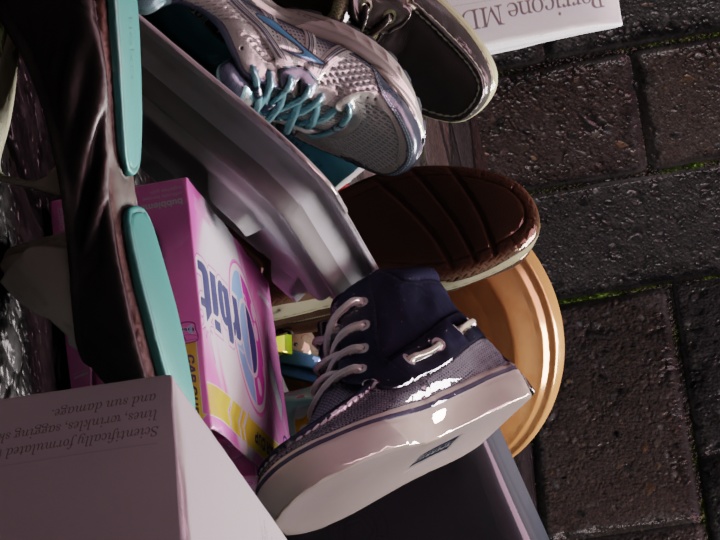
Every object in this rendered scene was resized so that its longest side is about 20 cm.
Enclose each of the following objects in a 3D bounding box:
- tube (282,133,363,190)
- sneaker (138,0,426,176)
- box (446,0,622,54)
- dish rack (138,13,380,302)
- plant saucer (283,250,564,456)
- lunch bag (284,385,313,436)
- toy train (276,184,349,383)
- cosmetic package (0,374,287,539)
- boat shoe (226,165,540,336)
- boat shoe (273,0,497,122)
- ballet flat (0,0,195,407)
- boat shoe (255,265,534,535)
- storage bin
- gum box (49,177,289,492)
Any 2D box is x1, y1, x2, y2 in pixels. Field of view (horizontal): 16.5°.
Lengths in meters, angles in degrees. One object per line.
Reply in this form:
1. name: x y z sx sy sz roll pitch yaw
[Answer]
1. tube: -0.063 -0.134 1.416 0.200 0.050 0.077 50 3 0
2. sneaker: -0.055 -0.102 1.322 0.199 0.078 0.087 34 39 -15
3. box: 0.026 -0.190 1.545 0.200 0.198 0.132 179 -101 -67
4. dish rack: -0.072 -0.053 1.209 0.171 0.044 0.200 39 -5 18
5. plant saucer: 0.031 0.045 1.589 0.037 0.199 0.202 -32 114 -64
6. lunch bag: 0.004 0.164 1.497 0.170 0.121 0.201 -6 81 -84
7. toy train: -0.054 -0.002 1.470 0.200 0.084 0.117 34 64 -74
8. cosmetic package: -0.090 0.113 0.867 0.200 0.112 0.082 71 12 -64
9. boat shoe: -0.002 -0.006 1.381 0.075 0.201 0.075 100 -21 -63
10. boat shoe: -0.014 -0.144 1.376 0.200 0.072 0.066 38 24 -5
11. ballet flat: -0.114 -0.028 1.014 0.068 0.068 0.202 18 63 -80
12. boat shoe: -0.003 0.058 1.194 0.093 0.075 0.200 53 31 14
13. storage bin: 0.010 0.144 1.332 0.146 0.199 0.135 -26 97 -82
14. gum box: -0.085 0.040 1.157 0.200 0.066 0.114 57 24 -73
